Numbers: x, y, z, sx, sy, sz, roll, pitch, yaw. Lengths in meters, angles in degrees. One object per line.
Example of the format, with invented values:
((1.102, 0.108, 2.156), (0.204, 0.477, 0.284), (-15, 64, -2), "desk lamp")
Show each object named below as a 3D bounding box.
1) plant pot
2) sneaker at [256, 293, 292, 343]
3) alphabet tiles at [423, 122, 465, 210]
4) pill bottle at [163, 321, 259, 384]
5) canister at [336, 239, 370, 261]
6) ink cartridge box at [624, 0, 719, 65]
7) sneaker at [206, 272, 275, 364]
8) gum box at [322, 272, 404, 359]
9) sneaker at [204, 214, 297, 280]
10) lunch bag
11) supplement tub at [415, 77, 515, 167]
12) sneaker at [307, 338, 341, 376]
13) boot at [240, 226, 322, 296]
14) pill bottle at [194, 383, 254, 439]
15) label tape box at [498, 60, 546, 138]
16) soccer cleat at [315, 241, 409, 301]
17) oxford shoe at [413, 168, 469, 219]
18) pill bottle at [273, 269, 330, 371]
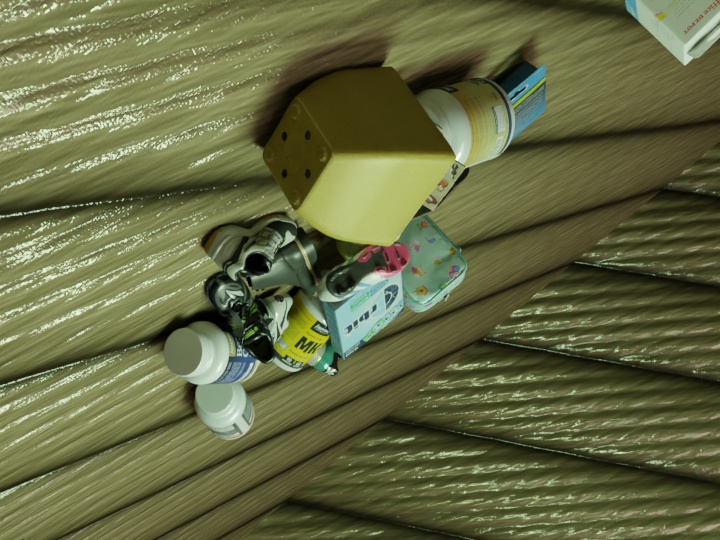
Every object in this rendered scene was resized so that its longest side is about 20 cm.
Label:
((-0.023, -0.167, 1.333), (0.197, 0.197, 0.195), (-4, 142, -44), "plant pot")
((-0.184, 0.121, 1.845), (0.088, 0.075, 0.201), (-22, 155, -40), "sneaker")
((0.061, -0.182, 1.481), (0.168, 0.198, 0.008), (-53, -167, 35), "alphabet tiles")
((-0.270, 0.150, 1.675), (0.111, 0.112, 0.199), (-43, 163, 12), "pill bottle")
((0.025, -0.107, 1.720), (0.147, 0.087, 0.201), (-34, 162, -19), "canister")
((0.631, -0.513, 1.809), (0.128, 0.201, 0.125), (-42, 162, 10), "ink cartridge box")
((-0.200, 0.084, 1.619), (0.070, 0.083, 0.202), (-36, 124, -12), "sneaker")
((0.009, 0.067, 1.833), (0.169, 0.044, 0.201), (-38, 153, -18), "gum box")
((-0.164, -0.030, 1.509), (0.198, 0.088, 0.076), (-21, 153, -50), "sneaker")
((0.122, -0.023, 1.926), (0.159, 0.201, 0.077), (-37, 165, -13), "lunch bag")
((0.155, -0.242, 1.568), (0.198, 0.145, 0.145), (-23, 156, -43), "supplement tub")
((-0.066, 0.154, 2.030), (0.071, 0.080, 0.202), (-40, -161, 33), "sneaker")
((-0.146, 0.010, 1.689), (0.137, 0.078, 0.201), (-30, 150, -11), "boot")
((-0.291, 0.285, 1.954), (0.110, 0.111, 0.201), (-36, 162, -11), "pill bottle")
((0.285, -0.324, 1.775), (0.143, 0.066, 0.200), (-40, 160, -1), "label tape box")
((0.000, 0.000, 1.718), (0.198, 0.071, 0.086), (-25, 179, -30), "soccer cleat")
((0.141, -0.151, 1.883), (0.198, 0.072, 0.072), (-34, 167, -24), "oxford shoe")
((-0.106, 0.102, 1.897), (0.200, 0.115, 0.114), (-48, 160, 22), "pill bottle")
